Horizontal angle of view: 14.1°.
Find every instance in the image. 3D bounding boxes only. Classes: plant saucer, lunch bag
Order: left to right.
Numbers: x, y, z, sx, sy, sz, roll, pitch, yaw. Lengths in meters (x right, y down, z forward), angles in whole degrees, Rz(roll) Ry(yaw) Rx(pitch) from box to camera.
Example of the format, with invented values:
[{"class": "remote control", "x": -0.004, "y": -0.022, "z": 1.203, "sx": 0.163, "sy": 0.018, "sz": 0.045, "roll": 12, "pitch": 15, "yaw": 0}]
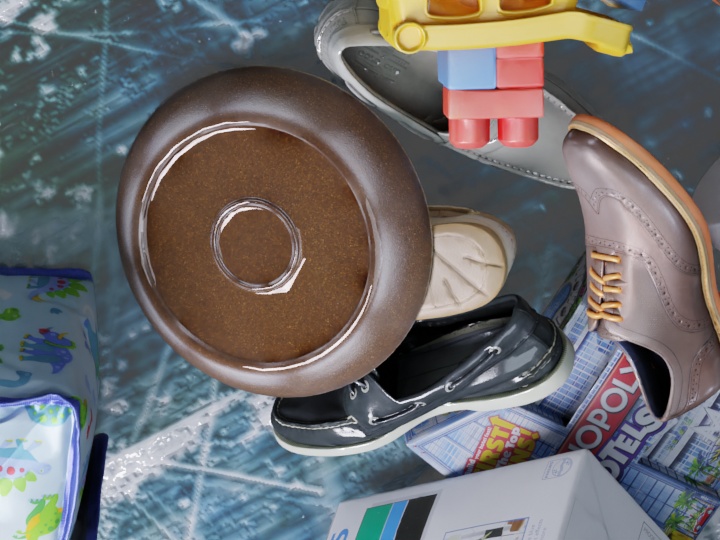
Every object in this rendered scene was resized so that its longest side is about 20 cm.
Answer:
[{"class": "lunch bag", "x": -0.215, "y": 0.118, "z": 1.726, "sx": 0.127, "sy": 0.170, "sz": 0.200, "roll": 8, "pitch": 116, "yaw": -5}, {"class": "plant saucer", "x": -0.057, "y": -0.018, "z": 1.701, "sx": 0.200, "sy": 0.032, "sz": 0.201, "roll": 6, "pitch": 107, "yaw": 19}]

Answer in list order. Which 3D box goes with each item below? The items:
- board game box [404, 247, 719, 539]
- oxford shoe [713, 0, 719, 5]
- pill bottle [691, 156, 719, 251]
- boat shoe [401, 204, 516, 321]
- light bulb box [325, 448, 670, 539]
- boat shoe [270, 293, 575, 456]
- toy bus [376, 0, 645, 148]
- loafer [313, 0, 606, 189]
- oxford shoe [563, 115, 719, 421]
[{"class": "board game box", "x": 0.136, "y": 0.094, "z": 1.808, "sx": 0.200, "sy": 0.062, "sz": 0.200, "roll": 25, "pitch": 112, "yaw": -18}, {"class": "oxford shoe", "x": 0.256, "y": -0.156, "z": 1.677, "sx": 0.200, "sy": 0.073, "sz": 0.071, "roll": 30, "pitch": 113, "yaw": -8}, {"class": "pill bottle", "x": 0.288, "y": 0.010, "z": 1.750, "sx": 0.111, "sy": 0.111, "sz": 0.200, "roll": -37, "pitch": 115, "yaw": 13}, {"class": "boat shoe", "x": 0.000, "y": 0.000, "z": 1.739, "sx": 0.200, "sy": 0.069, "sz": 0.074, "roll": -3, "pitch": 103, "yaw": 21}, {"class": "light bulb box", "x": 0.098, "y": 0.230, "z": 1.785, "sx": 0.200, "sy": 0.125, "sz": 0.198, "roll": -15, "pitch": 130, "yaw": 38}, {"class": "boat shoe", "x": 0.026, "y": 0.058, "z": 1.749, "sx": 0.199, "sy": 0.075, "sz": 0.066, "roll": -11, "pitch": 137, "yaw": 26}, {"class": "toy bus", "x": 0.098, "y": -0.166, "z": 1.600, "sx": 0.199, "sy": 0.136, "sz": 0.193, "roll": -5, "pitch": 98, "yaw": -4}, {"class": "loafer", "x": 0.063, "y": -0.096, "z": 1.697, "sx": 0.200, "sy": 0.070, "sz": 0.070, "roll": 23, "pitch": 113, "yaw": -16}, {"class": "oxford shoe", "x": 0.162, "y": 0.001, "z": 1.690, "sx": 0.073, "sy": 0.071, "sz": 0.200, "roll": -40, "pitch": 117, "yaw": -20}]
